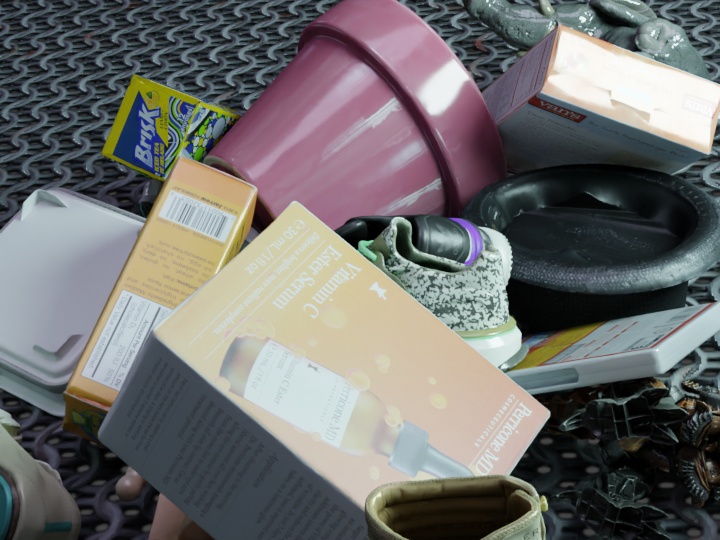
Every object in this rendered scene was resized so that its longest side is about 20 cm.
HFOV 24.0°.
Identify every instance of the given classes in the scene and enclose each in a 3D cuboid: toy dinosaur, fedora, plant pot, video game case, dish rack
[{"bbox_3d":[0.174,0.107,1.043,0.198,0.103,0.136,-15,9,23],"label":"toy dinosaur"},{"bbox_3d":[0.165,-0.001,1.204,0.198,0.093,0.201,-5,29,3],"label":"fedora"},{"bbox_3d":[-0.015,-0.084,1.310,0.178,0.201,0.199,-37,38,-18],"label":"plant pot"},{"bbox_3d":[0.122,0.057,1.085,0.198,0.018,0.143,-11,5,30],"label":"video game case"},{"bbox_3d":[-0.225,0.011,1.261,0.199,0.044,0.172,20,59,38],"label":"dish rack"}]

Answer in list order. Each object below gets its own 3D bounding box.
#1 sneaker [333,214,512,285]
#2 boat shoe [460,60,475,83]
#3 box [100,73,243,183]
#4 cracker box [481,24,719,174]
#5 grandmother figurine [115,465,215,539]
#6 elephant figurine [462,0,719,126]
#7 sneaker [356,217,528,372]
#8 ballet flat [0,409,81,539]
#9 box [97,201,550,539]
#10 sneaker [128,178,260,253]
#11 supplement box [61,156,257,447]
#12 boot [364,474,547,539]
[{"bbox_3d":[0.000,-0.001,1.165,0.099,0.070,0.199,17,-26,-42],"label":"sneaker"},{"bbox_3d":[0.066,-0.131,1.447,0.073,0.075,0.200,-18,-2,9],"label":"boat shoe"},{"bbox_3d":[-0.129,-0.102,1.361,0.064,0.071,0.200,24,4,17],"label":"box"},{"bbox_3d":[0.170,-0.112,1.280,0.133,0.058,0.200,19,-12,-10],"label":"cracker box"},{"bbox_3d":[-0.092,0.124,1.073,0.120,0.061,0.201,8,31,-5],"label":"grandmother figurine"},{"bbox_3d":[0.207,-0.189,1.476,0.141,0.156,0.200,-36,44,-6],"label":"elephant figurine"},{"bbox_3d":[0.012,0.007,1.070,0.198,0.090,0.077,7,15,22],"label":"sneaker"},{"bbox_3d":[-0.240,0.126,1.107,0.069,0.070,0.200,-22,35,-26],"label":"ballet flat"},{"bbox_3d":[-0.020,0.088,0.971,0.199,0.107,0.152,38,44,5],"label":"box"},{"bbox_3d":[-0.131,0.001,1.305,0.091,0.078,0.199,-41,38,-21],"label":"sneaker"},{"bbox_3d":[-0.137,0.024,1.162,0.068,0.067,0.201,23,60,2],"label":"supplement box"},{"bbox_3d":[0.095,0.183,0.825,0.198,0.157,0.073,11,33,28],"label":"boot"}]
